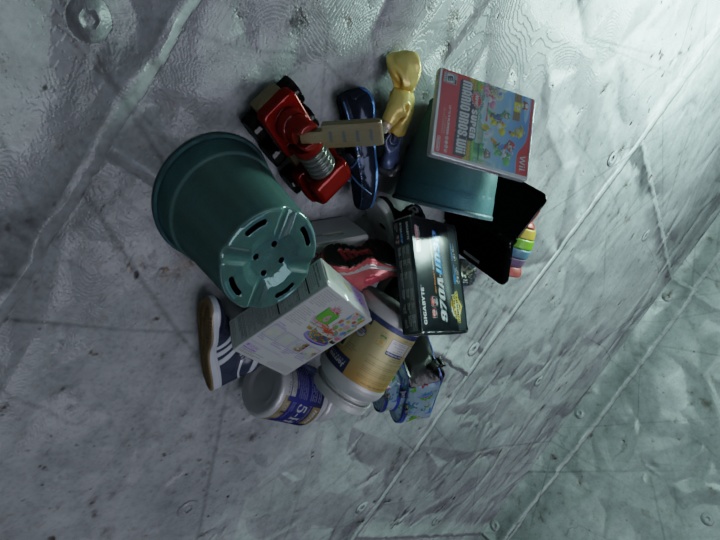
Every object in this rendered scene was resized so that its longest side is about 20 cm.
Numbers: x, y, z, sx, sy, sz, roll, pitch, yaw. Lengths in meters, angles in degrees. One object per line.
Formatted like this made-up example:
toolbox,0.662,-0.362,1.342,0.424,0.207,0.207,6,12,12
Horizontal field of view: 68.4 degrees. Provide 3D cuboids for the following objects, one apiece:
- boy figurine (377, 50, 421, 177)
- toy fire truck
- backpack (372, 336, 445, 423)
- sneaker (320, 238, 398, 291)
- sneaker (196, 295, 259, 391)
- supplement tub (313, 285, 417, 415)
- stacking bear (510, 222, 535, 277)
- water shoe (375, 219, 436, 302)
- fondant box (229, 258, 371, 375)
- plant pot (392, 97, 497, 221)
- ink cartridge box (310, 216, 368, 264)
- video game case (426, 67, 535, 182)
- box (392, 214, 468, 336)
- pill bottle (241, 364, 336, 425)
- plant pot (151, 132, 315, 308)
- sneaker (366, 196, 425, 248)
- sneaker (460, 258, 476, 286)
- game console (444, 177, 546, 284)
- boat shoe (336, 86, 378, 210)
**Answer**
boy figurine,0.058,-0.268,0.911,0.125,0.062,0.206,-53,155,-57
toy fire truck,-0.054,-0.178,0.777,0.128,0.199,0.177,-43,139,-6
backpack,0.084,0.222,1.143,0.141,0.186,0.205,-9,134,-12
sneaker,0.000,0.000,0.946,0.195,0.074,0.088,-2,133,-38
sneaker,-0.225,0.116,0.932,0.106,0.070,0.205,-15,134,-30
supplement tub,0.010,0.149,0.994,0.143,0.144,0.204,23,102,-49
stacking bear,0.388,-0.099,1.330,0.119,0.113,0.207,0,114,-42
water shoe,0.111,-0.004,1.071,0.203,0.078,0.071,-56,156,12
fondant box,-0.098,0.084,0.881,0.196,0.060,0.144,-32,141,15
plant pot,0.172,-0.209,0.985,0.196,0.197,0.195,3,103,-43
ink cartridge box,-0.075,0.014,0.988,0.141,0.083,0.206,-13,128,-37
video game case,0.208,-0.244,0.900,0.193,0.017,0.149,10,84,-20
box,0.128,0.013,0.962,0.156,0.045,0.208,7,75,-49
pill bottle,-0.134,0.249,1.078,0.121,0.119,0.198,-54,140,5
plant pot,-0.171,-0.062,0.757,0.196,0.196,0.206,-23,134,-27
sneaker,0.077,-0.108,1.052,0.112,0.073,0.202,-44,154,-14
sneaker,0.167,-0.002,1.212,0.194,0.084,0.080,17,78,-25
game console,0.284,-0.106,1.148,0.114,0.200,0.180,-27,135,-23
boat shoe,-0.015,-0.203,0.905,0.067,0.084,0.208,-15,113,-24
